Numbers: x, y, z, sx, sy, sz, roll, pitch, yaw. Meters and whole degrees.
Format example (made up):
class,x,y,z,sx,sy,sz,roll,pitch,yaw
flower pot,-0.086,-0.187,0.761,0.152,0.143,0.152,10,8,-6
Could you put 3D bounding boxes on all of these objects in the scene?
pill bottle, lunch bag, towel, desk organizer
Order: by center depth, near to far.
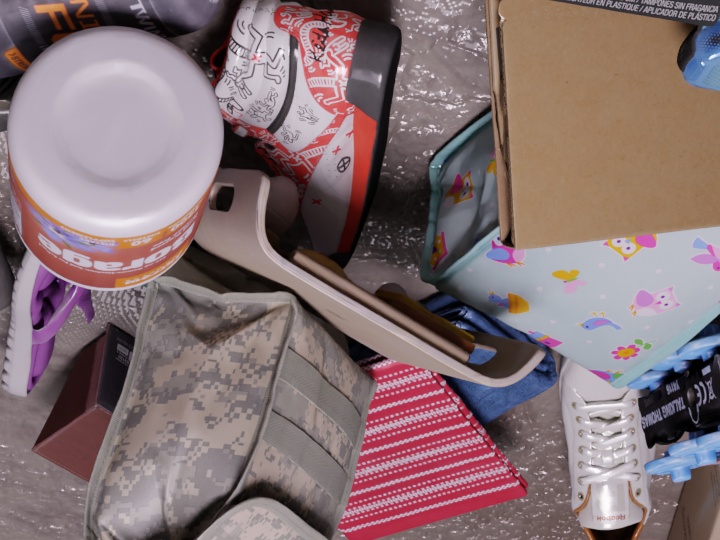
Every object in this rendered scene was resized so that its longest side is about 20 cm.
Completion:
class,x,y,z,sx,sy,sz,roll,pitch,yaw
pill bottle,-0.145,-0.170,1.064,0.199,0.107,0.106,-12,135,13
pill bottle,-0.138,-0.052,1.092,0.112,0.113,0.200,7,166,-7
lunch bag,-0.078,0.127,1.178,0.117,0.201,0.164,8,160,23
lunch bag,0.158,-0.043,1.183,0.170,0.122,0.200,27,135,-24
towel,0.016,0.122,1.353,0.144,0.023,0.200,-19,139,17
towel,0.031,0.089,1.371,0.200,0.049,0.112,-31,129,28
desk organizer,-0.129,0.129,1.399,0.200,0.072,0.077,35,129,-30

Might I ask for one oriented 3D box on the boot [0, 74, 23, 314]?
class,x,y,z,sx,sy,sz,roll,pitch,yaw
boot,-0.245,-0.047,1.214,0.181,0.073,0.201,3,130,17

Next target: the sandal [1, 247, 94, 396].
class,x,y,z,sx,sy,sz,roll,pitch,yaw
sandal,-0.193,0.016,1.276,0.050,0.083,0.203,20,146,-2

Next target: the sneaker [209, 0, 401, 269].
class,x,y,z,sx,sy,sz,roll,pitch,yaw
sneaker,-0.040,-0.085,1.186,0.107,0.067,0.202,15,144,4

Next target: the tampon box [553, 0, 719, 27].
class,x,y,z,sx,sy,sz,roll,pitch,yaw
tampon box,0.132,-0.245,0.968,0.149,0.127,0.200,7,135,-8

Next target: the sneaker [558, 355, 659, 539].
class,x,y,z,sx,sy,sz,roll,pitch,yaw
sneaker,0.180,0.128,1.385,0.072,0.085,0.201,-5,134,8

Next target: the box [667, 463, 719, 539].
class,x,y,z,sx,sy,sz,roll,pitch,yaw
box,0.278,0.193,1.445,0.077,0.095,0.201,4,135,-2

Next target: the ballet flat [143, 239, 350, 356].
class,x,y,z,sx,sy,sz,roll,pitch,yaw
ballet flat,-0.073,0.009,1.282,0.199,0.070,0.069,27,130,-25

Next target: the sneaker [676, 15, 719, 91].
class,x,y,z,sx,sy,sz,roll,pitch,yaw
sneaker,0.264,-0.093,1.036,0.199,0.090,0.078,10,151,-8

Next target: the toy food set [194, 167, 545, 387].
class,x,y,z,sx,sy,sz,roll,pitch,yaw
toy food set,0.000,0.000,1.147,0.200,0.061,0.143,31,173,-20

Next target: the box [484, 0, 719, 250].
class,x,y,z,sx,sy,sz,roll,pitch,yaw
box,0.162,-0.101,1.075,0.199,0.021,0.164,-7,97,-23

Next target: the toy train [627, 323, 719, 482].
class,x,y,z,sx,sy,sz,roll,pitch,yaw
toy train,0.247,0.080,1.272,0.114,0.087,0.200,-8,167,-12
